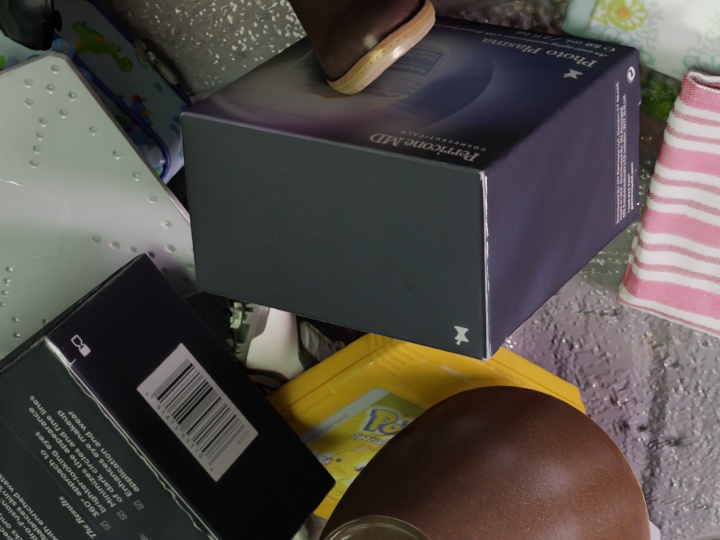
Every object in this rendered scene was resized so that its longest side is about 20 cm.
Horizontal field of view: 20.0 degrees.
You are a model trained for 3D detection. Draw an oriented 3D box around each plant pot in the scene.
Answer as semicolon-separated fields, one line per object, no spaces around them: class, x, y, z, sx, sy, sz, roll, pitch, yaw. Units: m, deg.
plant pot;0.053;0.173;1.199;0.187;0.200;0.187;2;95;24

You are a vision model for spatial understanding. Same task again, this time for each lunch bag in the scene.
lunch bag;-0.215;-0.086;1.356;0.161;0.082;0.200;45;123;-8

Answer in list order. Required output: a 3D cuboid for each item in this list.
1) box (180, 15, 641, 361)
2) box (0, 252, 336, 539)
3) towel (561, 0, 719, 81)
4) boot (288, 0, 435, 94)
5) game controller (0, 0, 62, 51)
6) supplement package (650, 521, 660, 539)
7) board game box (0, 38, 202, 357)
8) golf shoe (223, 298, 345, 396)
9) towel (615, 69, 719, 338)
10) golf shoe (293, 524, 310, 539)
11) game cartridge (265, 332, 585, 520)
box;0.034;-0.060;1.189;0.200;0.198;0.123;13;122;29
box;-0.160;0.128;1.304;0.200;0.117;0.197;-34;99;40
towel;0.224;-0.191;1.163;0.171;0.048;0.200;24;123;7
boot;-0.039;-0.188;1.131;0.072;0.200;0.166;-39;108;9
game controller;-0.207;-0.235;1.227;0.104;0.042;0.200;158;103;-69
supplement package;0.092;0.222;1.376;0.200;0.114;0.110;-12;148;26
board game box;-0.213;-0.041;1.298;0.200;0.026;0.200;-18;128;25
golf shoe;-0.048;0.051;1.356;0.088;0.077;0.200;-2;150;-1
towel;0.241;-0.023;1.235;0.146;0.030;0.200;20;136;10
golf shoe;-0.133;0.215;1.484;0.200;0.097;0.078;-10;112;22
game cartridge;0.027;0.107;1.352;0.176;0.032;0.200;28;134;-37
